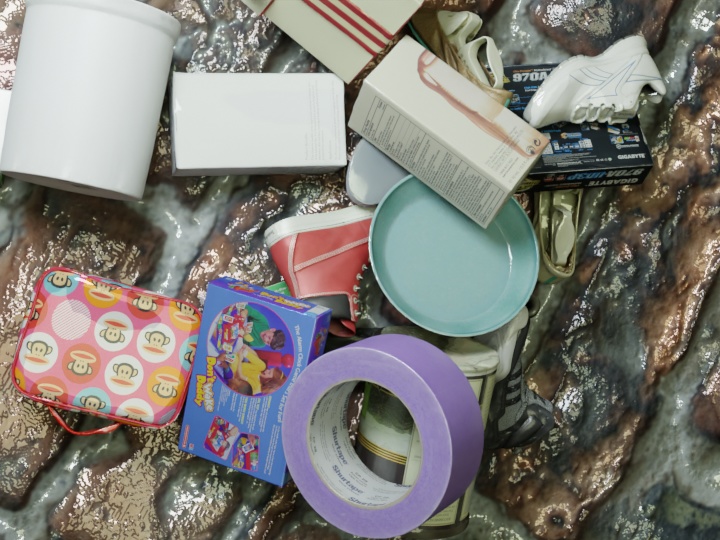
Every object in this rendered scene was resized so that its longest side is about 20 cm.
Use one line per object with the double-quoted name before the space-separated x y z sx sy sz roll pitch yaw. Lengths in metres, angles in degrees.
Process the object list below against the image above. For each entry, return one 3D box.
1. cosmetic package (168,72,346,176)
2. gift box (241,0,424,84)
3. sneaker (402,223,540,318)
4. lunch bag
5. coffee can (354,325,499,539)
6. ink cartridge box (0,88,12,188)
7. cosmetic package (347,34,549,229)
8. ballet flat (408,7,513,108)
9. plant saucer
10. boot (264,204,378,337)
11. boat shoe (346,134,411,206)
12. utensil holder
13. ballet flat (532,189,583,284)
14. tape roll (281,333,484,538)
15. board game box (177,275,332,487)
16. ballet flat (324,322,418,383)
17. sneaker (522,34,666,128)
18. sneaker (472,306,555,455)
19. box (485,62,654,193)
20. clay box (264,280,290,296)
"cosmetic package" -0.120 -0.168 1.496 0.199 0.081 0.113 0 87 -11
"gift box" -0.018 -0.346 1.440 0.187 0.185 0.200 39 43 -9
"sneaker" 0.135 -0.001 1.520 0.200 0.082 0.077 30 69 -28
"lunch bag" -0.284 0.100 1.447 0.199 0.082 0.177 18 85 -12
"coffee can" 0.069 0.180 1.461 0.146 0.146 0.201 7 103 -12
"ink cartridge box" -0.486 -0.162 1.424 0.199 0.059 0.104 10 85 -12
"cosmetic package" 0.096 -0.153 1.434 0.200 0.103 0.087 38 65 4
"ballet flat" 0.123 -0.255 1.517 0.068 0.072 0.200 6 47 -44
"plant saucer" 0.103 -0.018 1.464 0.199 0.036 0.201 4 72 -11
"boot" 0.000 0.000 1.491 0.199 0.072 0.145 -14 75 -29
"boat shoe" 0.031 -0.156 1.521 0.073 0.068 0.200 26 68 -15
"utensil holder" -0.298 -0.189 1.413 0.169 0.170 0.201 11 86 -12
"ballet flat" 0.244 -0.083 1.579 0.069 0.069 0.201 5 86 -12
"tape roll" 0.022 0.171 1.353 0.199 0.085 0.201 4 98 29
"board game box" -0.118 0.122 1.432 0.134 0.045 0.201 17 105 17
"ballet flat" 0.023 0.095 1.539 0.199 0.057 0.067 -3 107 -7
"sneaker" 0.279 -0.209 1.519 0.199 0.075 0.087 -26 73 -22
"sneaker" 0.183 0.132 1.535 0.113 0.076 0.201 12 112 -20
"box" 0.236 -0.174 1.558 0.199 0.046 0.160 -6 62 -13
"clay box" -0.100 0.123 1.491 0.114 0.048 0.201 -20 93 4
